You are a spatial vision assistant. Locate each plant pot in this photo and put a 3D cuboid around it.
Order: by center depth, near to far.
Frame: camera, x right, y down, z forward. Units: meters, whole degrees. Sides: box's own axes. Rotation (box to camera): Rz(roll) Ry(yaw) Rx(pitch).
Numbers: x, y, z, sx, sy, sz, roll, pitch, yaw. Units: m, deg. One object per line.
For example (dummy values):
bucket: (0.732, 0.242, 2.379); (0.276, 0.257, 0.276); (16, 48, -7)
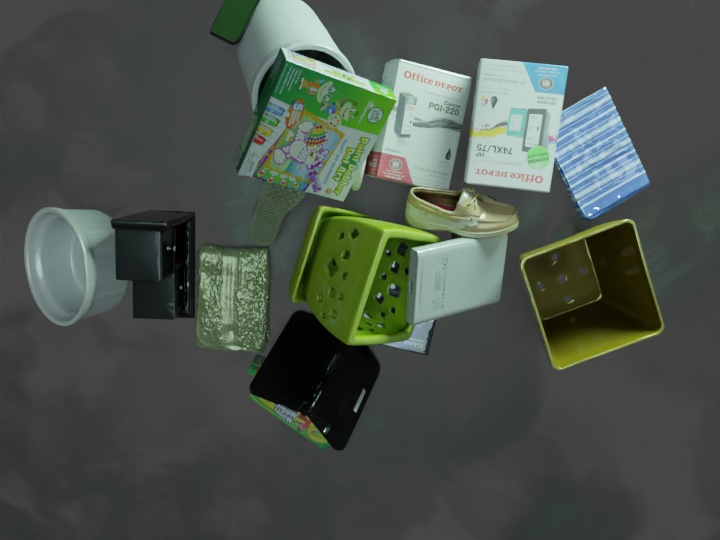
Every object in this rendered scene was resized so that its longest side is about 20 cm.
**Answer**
plant pot: (0.000, 0.000, 1.173); (0.180, 0.198, 0.203); (25, 102, 33)
plant pot: (0.382, 0.028, 1.202); (0.197, 0.177, 0.203); (-20, 99, 2)

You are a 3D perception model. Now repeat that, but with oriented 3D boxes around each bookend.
bookend: (-0.354, 0.003, 1.179); (0.090, 0.200, 0.203); (2, 98, -1)

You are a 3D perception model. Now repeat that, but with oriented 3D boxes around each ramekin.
ramekin: (-0.493, -0.012, 1.188); (0.198, 0.097, 0.205); (7, 102, 36)

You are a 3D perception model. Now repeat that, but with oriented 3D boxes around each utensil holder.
utensil holder: (-0.112, -0.332, 1.102); (0.167, 0.202, 0.172); (-12, 136, -12)

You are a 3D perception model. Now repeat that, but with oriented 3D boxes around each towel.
towel: (0.431, -0.210, 1.242); (0.143, 0.024, 0.202); (-29, 98, 3)
towel: (-0.239, 0.053, 1.270); (0.145, 0.037, 0.204); (3, 99, -2)

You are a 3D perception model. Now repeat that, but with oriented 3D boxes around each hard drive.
hard drive: (0.167, 0.010, 1.165); (0.197, 0.026, 0.134); (-13, 116, -31)

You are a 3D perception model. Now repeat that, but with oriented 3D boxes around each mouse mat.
mouse mat: (-0.186, -0.478, 1.136); (0.007, 0.161, 0.202); (26, 100, -36)

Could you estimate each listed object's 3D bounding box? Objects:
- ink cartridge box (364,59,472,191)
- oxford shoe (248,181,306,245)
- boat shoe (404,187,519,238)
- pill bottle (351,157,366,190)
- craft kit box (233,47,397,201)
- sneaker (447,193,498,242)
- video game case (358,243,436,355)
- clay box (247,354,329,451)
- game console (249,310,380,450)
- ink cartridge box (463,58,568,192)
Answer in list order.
ink cartridge box: (0.100, -0.252, 1.189); (0.143, 0.085, 0.204); (9, 97, -17)
oxford shoe: (-0.145, -0.128, 1.193); (0.074, 0.058, 0.201); (22, 132, -15)
boat shoe: (0.173, -0.106, 1.154); (0.196, 0.074, 0.070); (4, 133, 8)
pill bottle: (-0.086, -0.214, 1.192); (0.196, 0.111, 0.113); (12, 99, -3)
craft kit box: (-0.072, -0.217, 1.054); (0.195, 0.049, 0.202); (8, 128, -33)
sneaker: (0.186, -0.046, 1.233); (0.088, 0.074, 0.203); (27, 89, -25)
video game case: (0.082, 0.047, 1.281); (0.140, 0.019, 0.204); (13, 99, -2)
clay box: (-0.130, 0.241, 1.261); (0.198, 0.115, 0.048); (35, 99, -5)
game console: (-0.076, 0.197, 1.239); (0.115, 0.201, 0.177); (-9, 127, 38)
ink cartridge box: (0.261, -0.243, 1.165); (0.144, 0.146, 0.204); (7, 100, 7)
